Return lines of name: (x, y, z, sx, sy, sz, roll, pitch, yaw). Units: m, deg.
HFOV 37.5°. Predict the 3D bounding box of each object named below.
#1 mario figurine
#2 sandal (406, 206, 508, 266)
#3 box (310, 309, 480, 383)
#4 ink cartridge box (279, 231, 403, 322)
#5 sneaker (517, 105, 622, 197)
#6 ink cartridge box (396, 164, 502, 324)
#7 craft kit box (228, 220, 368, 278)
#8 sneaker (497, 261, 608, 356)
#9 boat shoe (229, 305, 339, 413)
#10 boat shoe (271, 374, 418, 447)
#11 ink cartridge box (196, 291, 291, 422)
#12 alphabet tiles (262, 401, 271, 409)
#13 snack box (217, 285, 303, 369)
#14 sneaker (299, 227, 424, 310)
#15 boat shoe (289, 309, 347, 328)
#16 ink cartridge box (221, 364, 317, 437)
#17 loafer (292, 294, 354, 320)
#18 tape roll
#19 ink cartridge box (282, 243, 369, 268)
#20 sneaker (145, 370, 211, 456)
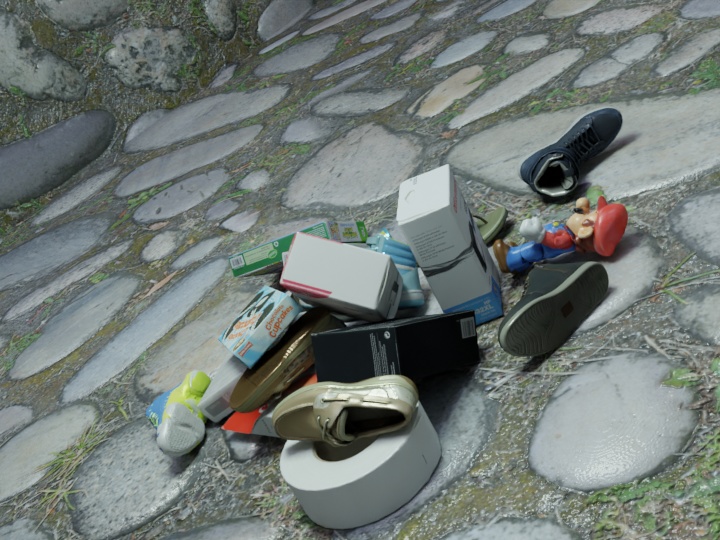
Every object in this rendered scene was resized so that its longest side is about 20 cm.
mario figurine: (0.298, -0.064, 1.581, 0.199, 0.106, 0.124, -19, 24, 23)
sandal: (0.153, -0.062, 1.783, 0.200, 0.058, 0.080, -20, 26, 19)
box: (0.051, 0.105, 1.441, 0.141, 0.079, 0.200, -5, 1, 37)
ink cartridge box: (-0.022, 0.016, 1.548, 0.145, 0.200, 0.085, 15, 81, 10)
sneaker: (0.365, -0.196, 1.778, 0.202, 0.077, 0.146, -35, 12, 9)
ink cartridge box: (0.134, -0.034, 1.576, 0.083, 0.201, 0.145, -21, 25, 16)
craft kit box: (-0.109, -0.040, 1.925, 0.199, 0.049, 0.197, -19, -1, 20)
sneaker: (0.243, 0.054, 1.464, 0.200, 0.075, 0.106, -32, 19, -29)
boat shoe: (-0.104, 0.139, 1.533, 0.200, 0.063, 0.073, -44, 27, -15)
boat shoe: (-0.025, 0.182, 1.322, 0.199, 0.072, 0.065, -13, 27, 20)
ink cartridge box: (-0.164, 0.131, 1.683, 0.161, 0.050, 0.200, -37, 16, 38)
alphabet tiles: (-0.061, 0.168, 1.618, 0.195, 0.015, 0.200, -25, 25, 7)
snack box: (-0.154, 0.082, 1.604, 0.116, 0.037, 0.200, -49, 13, -8)
sneaker: (0.000, 0.000, 1.687, 0.199, 0.131, 0.080, -3, -6, 6)
boat shoe: (-0.073, 0.089, 1.683, 0.056, 0.069, 0.200, -21, 12, -34)
ink cartridge box: (-0.104, 0.175, 1.574, 0.199, 0.050, 0.162, 1, 37, 42)
loafer: (-0.046, 0.037, 1.785, 0.199, 0.070, 0.075, -6, 33, 41)
tape roll: (0.000, 0.233, 1.362, 0.202, 0.071, 0.203, -23, 25, 11)
ink cartridge box: (-0.039, -0.023, 1.811, 0.094, 0.037, 0.200, -12, -7, 31)
sneaker: (-0.296, 0.241, 1.672, 0.105, 0.076, 0.200, -32, 15, 22)
